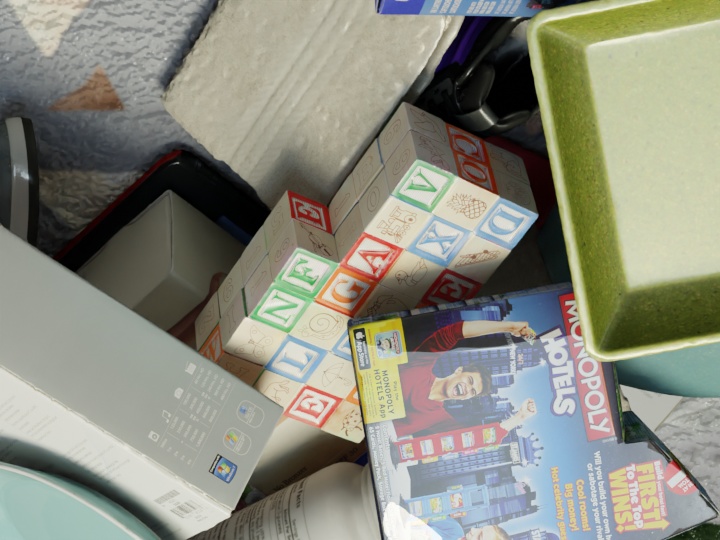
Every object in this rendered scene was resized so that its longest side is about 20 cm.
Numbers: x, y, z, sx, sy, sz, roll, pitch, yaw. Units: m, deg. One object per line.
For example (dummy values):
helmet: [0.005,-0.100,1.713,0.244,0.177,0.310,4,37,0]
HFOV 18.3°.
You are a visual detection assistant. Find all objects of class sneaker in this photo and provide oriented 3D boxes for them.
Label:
sneaker: [-0.273,-0.017,1.408,0.120,0.084,0.201,3,131,-20]
sneaker: [0.058,-0.106,1.337,0.200,0.100,0.070,-40,117,18]

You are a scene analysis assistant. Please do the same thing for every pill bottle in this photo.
pill bottle: [-0.028,0.192,1.432,0.199,0.114,0.113,-28,127,20]

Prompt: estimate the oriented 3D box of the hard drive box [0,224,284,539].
hard drive box: [-0.168,0.077,1.321,0.199,0.077,0.156,33,153,-13]

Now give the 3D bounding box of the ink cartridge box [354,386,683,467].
ink cartridge box: [0.102,0.101,1.543,0.197,0.047,0.200,37,90,-29]

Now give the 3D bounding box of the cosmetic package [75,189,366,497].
cosmetic package: [-0.084,0.054,1.444,0.103,0.088,0.200,-40,122,23]

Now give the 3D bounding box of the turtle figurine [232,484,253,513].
turtle figurine: [-0.109,0.219,1.556,0.194,0.200,0.144,-38,93,-3]

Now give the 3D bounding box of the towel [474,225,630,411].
towel: [0.088,0.058,1.462,0.132,0.034,0.201,-33,123,-6]

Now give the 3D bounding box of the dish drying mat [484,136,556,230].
dish drying mat: [0.036,-0.068,1.426,0.199,0.018,0.077,22,115,-19]

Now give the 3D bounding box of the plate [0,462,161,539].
plate: [-0.165,0.174,1.362,0.199,0.026,0.201,25,150,16]

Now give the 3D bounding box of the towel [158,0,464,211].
towel: [-0.028,-0.130,1.326,0.132,0.034,0.200,43,123,9]

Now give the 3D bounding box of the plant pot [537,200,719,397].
plant pot: [0.187,-0.003,1.370,0.134,0.201,0.201,-23,128,6]

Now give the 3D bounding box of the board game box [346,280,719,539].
board game box: [0.103,0.105,1.314,0.198,0.062,0.201,-10,103,-2]

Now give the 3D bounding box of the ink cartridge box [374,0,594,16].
ink cartridge box: [0.076,-0.213,1.231,0.198,0.138,0.076,2,167,-7]

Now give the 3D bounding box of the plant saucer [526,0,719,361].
plant saucer: [0.204,-0.065,1.227,0.199,0.048,0.201,-10,105,7]

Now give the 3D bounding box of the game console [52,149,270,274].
game console: [-0.109,0.027,1.488,0.177,0.031,0.200,-38,123,24]

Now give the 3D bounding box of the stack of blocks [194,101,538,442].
stack of blocks: [0.000,0.000,1.320,0.115,0.059,0.200,23,122,-25]
